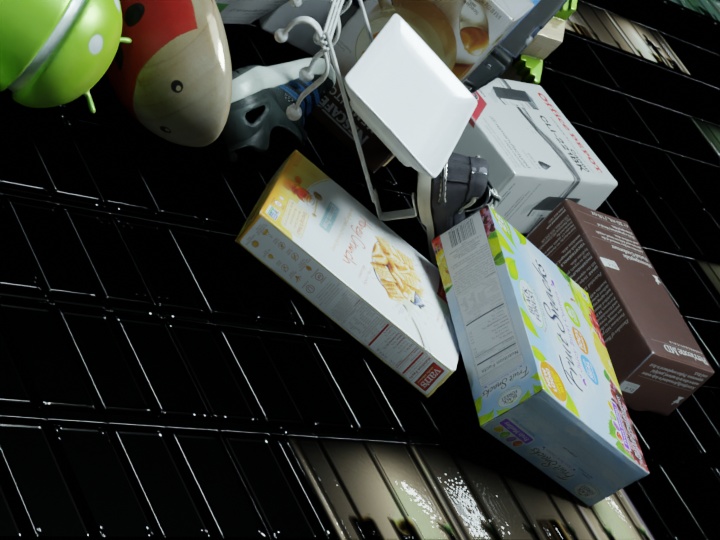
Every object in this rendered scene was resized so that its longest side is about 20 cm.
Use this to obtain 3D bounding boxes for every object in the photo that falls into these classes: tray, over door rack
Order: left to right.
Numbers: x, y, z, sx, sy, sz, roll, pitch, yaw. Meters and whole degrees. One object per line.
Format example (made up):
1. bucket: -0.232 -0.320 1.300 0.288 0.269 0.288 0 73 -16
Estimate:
1. over door rack: -0.010 -0.152 1.543 0.201 0.066 0.148 61 24 -27
2. tray: 0.039 -0.142 1.501 0.107 0.022 0.200 48 25 -8

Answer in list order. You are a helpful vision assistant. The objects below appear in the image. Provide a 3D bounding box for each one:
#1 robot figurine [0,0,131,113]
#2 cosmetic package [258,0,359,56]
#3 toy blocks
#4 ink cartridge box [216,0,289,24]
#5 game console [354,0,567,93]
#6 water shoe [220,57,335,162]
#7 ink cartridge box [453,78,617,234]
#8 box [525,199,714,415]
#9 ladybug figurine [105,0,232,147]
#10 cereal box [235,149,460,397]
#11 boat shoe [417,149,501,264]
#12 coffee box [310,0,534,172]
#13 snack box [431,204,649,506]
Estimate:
1. robot figurine: -0.260 -0.197 1.323 0.200 0.116 0.176 35 54 -20
2. cosmetic package: -0.058 -0.300 1.805 0.101 0.071 0.200 25 31 -33
3. toy blocks: 0.121 -0.249 1.896 0.136 0.200 0.100 15 70 -13
4. ink cartridge box: -0.076 -0.296 1.613 0.146 0.199 0.085 -12 80 -58
5. game console: 0.085 -0.287 1.760 0.200 0.118 0.171 41 25 6
6. water shoe: -0.076 -0.134 1.566 0.200 0.071 0.079 -22 95 -63
7. ink cartridge box: 0.141 -0.113 1.793 0.200 0.084 0.145 2 47 -54
8. box: 0.241 0.034 1.731 0.100 0.075 0.201 17 39 -43
9. ladybug figurine: -0.161 -0.178 1.435 0.072 0.136 0.200 -5 42 -25
10. cereal box: 0.000 0.000 1.479 0.200 0.040 0.144 39 24 -8
11. boat shoe: 0.088 -0.051 1.566 0.200 0.062 0.073 62 30 -71
12. coffee box: 0.045 -0.201 1.657 0.114 0.200 0.080 43 27 1
13. snack box: 0.146 0.070 1.502 0.169 0.068 0.201 38 27 -41
